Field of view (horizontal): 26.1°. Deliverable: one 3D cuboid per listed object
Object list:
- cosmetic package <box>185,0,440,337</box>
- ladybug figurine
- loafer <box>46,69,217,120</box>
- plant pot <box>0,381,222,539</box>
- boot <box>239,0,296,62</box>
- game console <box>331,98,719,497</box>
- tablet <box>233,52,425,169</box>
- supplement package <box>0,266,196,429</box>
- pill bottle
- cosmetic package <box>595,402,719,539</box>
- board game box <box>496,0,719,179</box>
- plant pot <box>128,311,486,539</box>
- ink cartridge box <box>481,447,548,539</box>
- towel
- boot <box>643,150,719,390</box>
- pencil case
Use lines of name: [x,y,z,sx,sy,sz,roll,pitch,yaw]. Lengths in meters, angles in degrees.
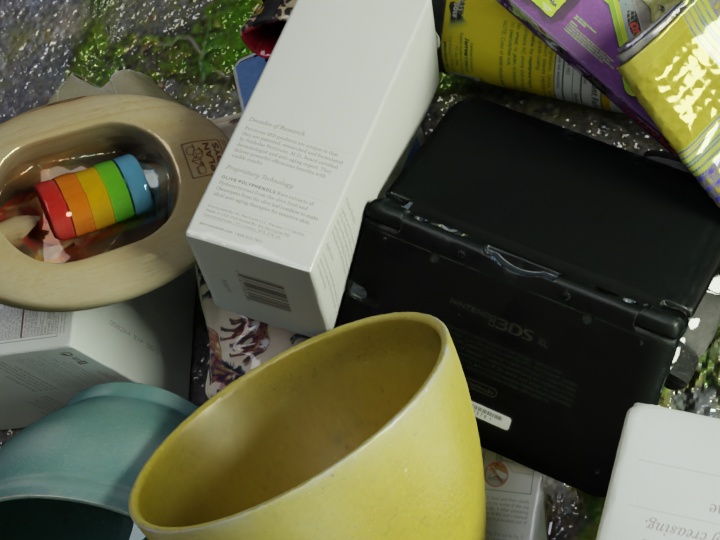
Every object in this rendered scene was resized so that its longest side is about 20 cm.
cosmetic package: [-0.023,-0.072,0.956,0.085,0.108,0.200,16,66,14]
ladybug figurine: [-0.167,-0.038,0.969,0.199,0.072,0.136,-15,73,-18]
loafer: [-0.162,-0.113,1.158,0.199,0.076,0.069,9,85,29]
plant pot: [-0.155,0.158,0.998,0.200,0.201,0.134,-11,40,21]
boot: [-0.048,-0.226,1.144,0.199,0.073,0.151,16,65,22]
game console: [0.106,0.011,0.944,0.200,0.116,0.176,22,110,21]
tablet: [-0.018,-0.093,1.122,0.130,0.014,0.201,-22,63,15]
supplement package: [-0.240,0.017,1.099,0.199,0.152,0.151,-8,66,22]
pill bottle: [0.140,-0.167,1.009,0.199,0.112,0.113,14,76,14]
cosmetic package: [0.214,0.197,0.807,0.167,0.166,0.201,9,75,27]
board game box: [0.173,-0.161,0.931,0.200,0.032,0.120,42,89,2]
plant pot: [-0.007,0.137,0.870,0.200,0.142,0.200,-27,17,9]
ink cartridge box: [0.041,0.164,0.963,0.162,0.057,0.201,3,69,27]
towel: [0.253,-0.093,0.905,0.144,0.023,0.200,-39,100,-8]
boot: [0.154,-0.022,0.989,0.200,0.070,0.132,29,81,20]
pencil case: [-0.079,-0.003,1.046,0.089,0.078,0.201,-10,83,0]
